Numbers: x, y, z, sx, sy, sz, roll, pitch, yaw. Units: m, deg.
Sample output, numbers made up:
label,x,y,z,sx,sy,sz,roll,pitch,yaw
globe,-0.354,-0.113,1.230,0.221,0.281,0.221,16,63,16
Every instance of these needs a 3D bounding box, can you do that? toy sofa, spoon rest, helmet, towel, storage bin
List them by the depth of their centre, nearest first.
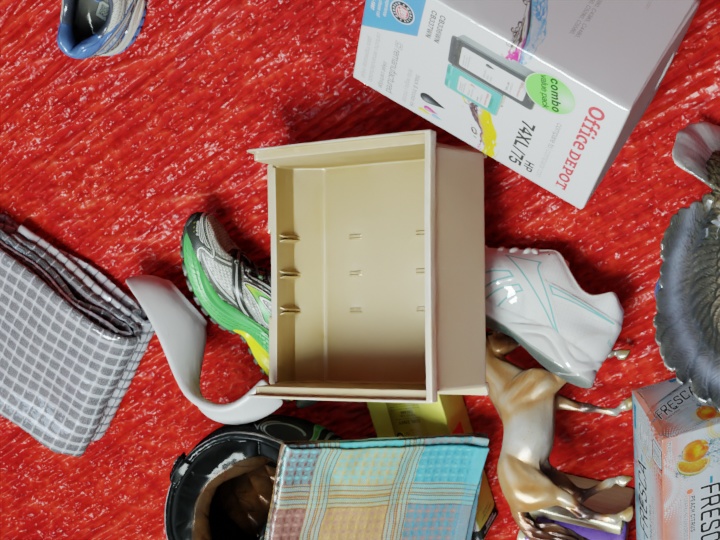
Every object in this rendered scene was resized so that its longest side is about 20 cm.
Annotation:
label,x,y,z,sx,sy,sz,roll,pitch,yaw
storage bin,0.000,0.000,1.235,0.197,0.093,0.202,-2,88,37
towel,0.013,0.207,1.286,0.022,0.198,0.148,31,115,56
toy sofa,0.183,0.285,1.341,0.082,0.098,0.202,10,117,19
spoon rest,-0.150,0.071,1.369,0.200,0.061,0.100,41,171,40
helmet,-0.068,0.223,1.373,0.198,0.191,0.202,-4,79,18
towel,-0.309,0.062,1.470,0.199,0.086,0.166,33,122,7

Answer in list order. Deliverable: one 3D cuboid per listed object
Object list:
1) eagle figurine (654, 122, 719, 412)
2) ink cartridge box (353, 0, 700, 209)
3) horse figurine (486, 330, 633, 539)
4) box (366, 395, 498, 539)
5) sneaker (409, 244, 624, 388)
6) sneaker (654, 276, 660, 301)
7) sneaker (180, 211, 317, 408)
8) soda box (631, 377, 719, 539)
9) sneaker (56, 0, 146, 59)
label,x,y,z,sx,sy,sz,roll,pitch,yaw
eagle figurine,0.293,-0.011,1.113,0.150,0.151,0.202,7,109,14
ink cartridge box,0.120,-0.176,1.093,0.199,0.147,0.147,31,156,9
horse figurine,0.157,0.142,1.266,0.131,0.050,0.202,-2,78,11
box,0.057,0.143,1.358,0.075,0.050,0.202,-7,110,25
sneaker,0.126,0.014,1.263,0.199,0.070,0.081,34,85,23
sneaker,0.309,0.068,1.186,0.199,0.088,0.076,36,125,7
sneaker,-0.079,0.022,1.359,0.085,0.078,0.200,-37,104,26
soda box,0.260,0.178,1.235,0.068,0.064,0.201,-14,127,-7
sneaker,-0.204,-0.259,1.269,0.076,0.085,0.201,24,121,12
